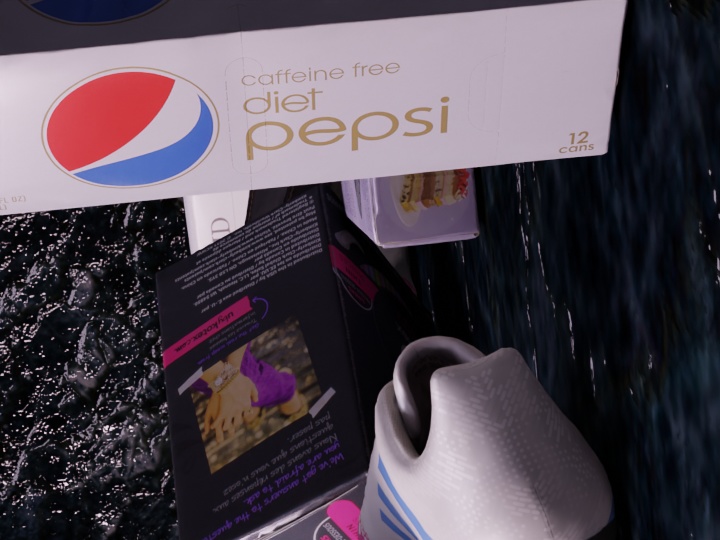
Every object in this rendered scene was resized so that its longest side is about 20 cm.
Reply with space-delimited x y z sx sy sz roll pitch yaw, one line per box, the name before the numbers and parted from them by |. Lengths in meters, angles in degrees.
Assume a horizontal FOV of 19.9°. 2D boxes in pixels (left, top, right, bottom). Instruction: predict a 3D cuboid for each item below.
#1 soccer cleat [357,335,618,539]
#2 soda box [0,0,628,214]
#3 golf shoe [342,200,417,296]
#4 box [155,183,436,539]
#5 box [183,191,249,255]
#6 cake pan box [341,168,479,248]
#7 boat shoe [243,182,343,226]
soccer cleat | 0.035 0.063 0.685 0.200 0.070 0.087 151 96 -77
soda box | -0.034 -0.065 0.550 0.064 0.199 0.068 89 174 -52
golf shoe | 0.000 0.000 1.196 0.092 0.075 0.201 -61 -27 -82
box | -0.021 0.078 1.006 0.122 0.106 0.200 49 -159 -40
box | -0.056 -0.070 1.386 0.200 0.130 0.200 -104 8 -63
cake pan box | 0.011 -0.116 0.932 0.184 0.052 0.201 -149 53 -83
boat shoe | -0.042 -0.098 1.107 0.074 0.073 0.201 -27 47 53
